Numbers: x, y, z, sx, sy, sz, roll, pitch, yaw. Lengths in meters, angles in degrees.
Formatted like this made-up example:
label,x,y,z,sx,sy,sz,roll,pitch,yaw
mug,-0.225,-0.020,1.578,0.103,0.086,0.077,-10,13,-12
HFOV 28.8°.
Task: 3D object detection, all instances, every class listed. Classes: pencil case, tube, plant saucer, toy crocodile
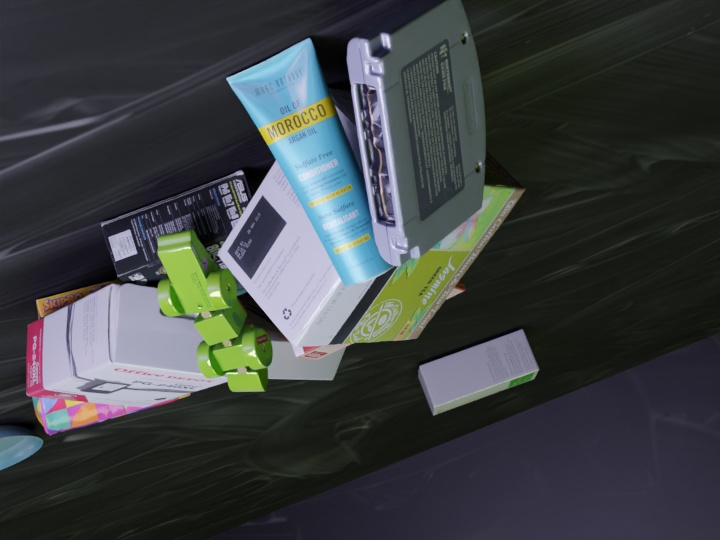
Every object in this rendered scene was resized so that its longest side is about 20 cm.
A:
label,x,y,z,sx,sy,sz,roll,pitch,yaw
pencil case,-0.309,0.139,1.749,0.200,0.088,0.088,-18,164,-17
tube,-0.033,-0.086,1.163,0.077,0.200,0.050,-25,-168,7
plant saucer,-0.541,0.255,1.942,0.200,0.027,0.200,-19,164,-6
toy crocodile,-0.136,0.042,1.341,0.067,0.200,0.062,-14,-148,22

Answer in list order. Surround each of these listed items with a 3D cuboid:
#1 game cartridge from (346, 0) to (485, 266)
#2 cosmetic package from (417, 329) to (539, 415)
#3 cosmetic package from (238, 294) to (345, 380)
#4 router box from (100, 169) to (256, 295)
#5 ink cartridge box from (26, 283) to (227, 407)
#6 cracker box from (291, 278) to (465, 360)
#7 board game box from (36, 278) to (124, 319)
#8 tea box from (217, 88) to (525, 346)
label,x,y,z,sx,sy,sz,roll,pitch,yaw
game cartridge,0.052,-0.119,1.143,0.041,0.200,0.133,18,-141,39
cosmetic package,0.209,0.183,2.516,0.200,0.085,0.108,-21,167,-2
cosmetic package,-0.131,0.074,1.635,0.200,0.151,0.052,9,104,-61
router box,-0.160,-0.020,1.429,0.150,0.062,0.200,-21,164,1
ink cartridge box,-0.237,0.082,1.444,0.145,0.083,0.200,10,161,-35
cracker box,0.000,0.000,1.562,0.200,0.134,0.058,-27,163,20
board game box,-0.313,0.064,1.587,0.095,0.030,0.200,-15,160,-16
tea box,0.011,-0.046,1.318,0.197,0.134,0.200,-2,133,-52
